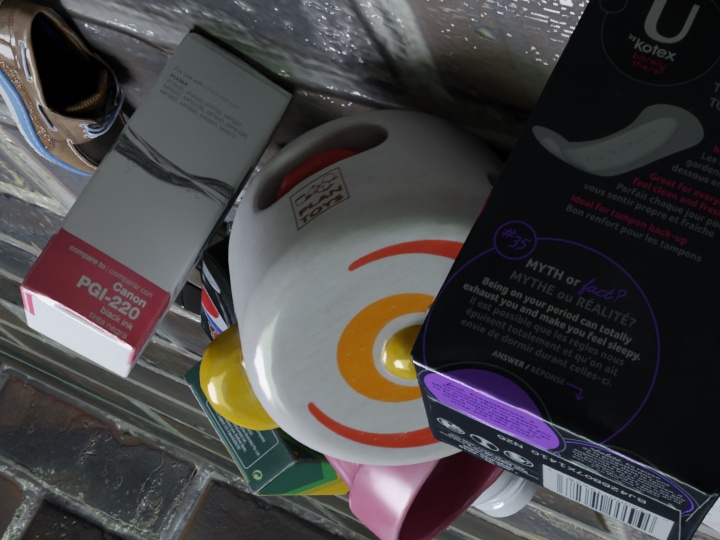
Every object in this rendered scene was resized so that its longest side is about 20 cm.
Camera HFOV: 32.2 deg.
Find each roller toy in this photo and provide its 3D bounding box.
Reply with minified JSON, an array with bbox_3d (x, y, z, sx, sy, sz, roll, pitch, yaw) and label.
[{"bbox_3d":[0.017,0.013,0.712,0.200,0.183,0.140,8,-150,-16],"label":"roller toy"}]

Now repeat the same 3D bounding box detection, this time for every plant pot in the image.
[{"bbox_3d":[0.031,0.099,1.030,0.179,0.200,0.200,39,168,22],"label":"plant pot"}]

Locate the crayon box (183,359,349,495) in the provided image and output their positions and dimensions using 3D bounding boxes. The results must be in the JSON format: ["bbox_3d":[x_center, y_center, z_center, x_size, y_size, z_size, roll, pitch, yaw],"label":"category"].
[{"bbox_3d":[-0.059,0.136,1.116,0.126,0.052,0.200,55,-166,23],"label":"crayon box"}]

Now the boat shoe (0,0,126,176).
[{"bbox_3d":[-0.219,-0.129,0.929,0.072,0.072,0.200,17,160,30],"label":"boat shoe"}]

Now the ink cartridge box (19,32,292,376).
[{"bbox_3d":[-0.137,-0.039,0.835,0.085,0.200,0.146,30,164,-6],"label":"ink cartridge box"}]

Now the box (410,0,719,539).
[{"bbox_3d":[0.118,-0.010,0.504,0.122,0.200,0.106,24,163,16],"label":"box"}]

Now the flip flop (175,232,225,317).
[{"bbox_3d":[-0.101,0.018,1.175,0.200,0.081,0.058,21,-178,7],"label":"flip flop"}]

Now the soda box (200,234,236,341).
[{"bbox_3d":[-0.070,0.022,0.891,0.063,0.071,0.200,54,164,9],"label":"soda box"}]

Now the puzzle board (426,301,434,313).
[{"bbox_3d":[0.149,0.026,0.674,0.200,0.151,0.017,41,-167,-38],"label":"puzzle board"}]

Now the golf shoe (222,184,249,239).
[{"bbox_3d":[-0.064,-0.022,1.034,0.088,0.077,0.200,8,167,-12],"label":"golf shoe"}]

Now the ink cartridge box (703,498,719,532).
[{"bbox_3d":[0.245,0.131,0.954,0.200,0.067,0.116,31,164,-11],"label":"ink cartridge box"}]

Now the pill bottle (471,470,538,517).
[{"bbox_3d":[0.088,0.162,1.227,0.200,0.112,0.112,39,161,-32],"label":"pill bottle"}]
